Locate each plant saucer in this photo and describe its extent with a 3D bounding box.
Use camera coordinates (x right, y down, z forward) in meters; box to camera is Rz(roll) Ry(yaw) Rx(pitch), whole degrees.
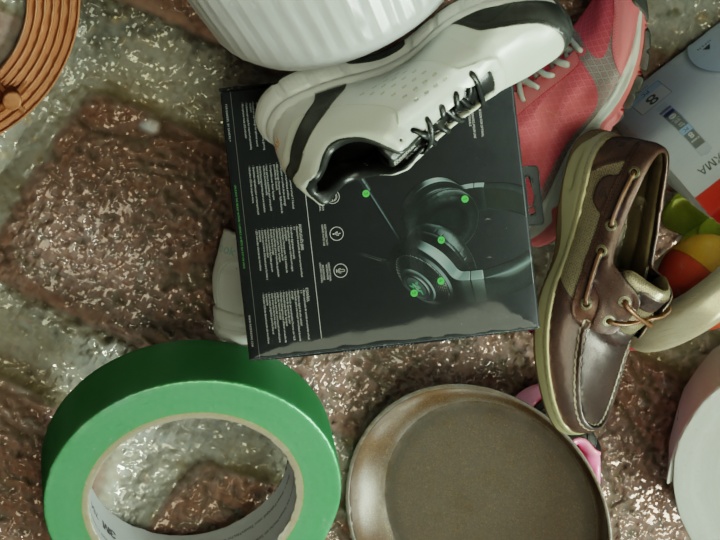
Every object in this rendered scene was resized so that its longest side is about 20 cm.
[{"bbox_3d":[0.085,0.170,1.659,0.200,0.032,0.201,8,110,23],"label":"plant saucer"}]

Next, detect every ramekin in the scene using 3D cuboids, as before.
[{"bbox_3d":[-0.024,-0.206,1.447,0.202,0.202,0.094,-30,127,-3],"label":"ramekin"}]

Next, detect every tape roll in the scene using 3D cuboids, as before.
[{"bbox_3d":[0.321,0.134,1.702,0.202,0.071,0.203,4,116,8],"label":"tape roll"},{"bbox_3d":[-0.114,0.140,1.606,0.200,0.048,0.201,-4,125,-6],"label":"tape roll"}]

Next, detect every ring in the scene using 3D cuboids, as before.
[{"bbox_3d":[-0.272,-0.166,1.484,0.200,0.019,0.201,-6,113,-14],"label":"ring"}]

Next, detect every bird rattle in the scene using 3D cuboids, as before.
[{"bbox_3d":[0.215,0.005,1.622,0.200,0.163,0.113,-32,98,-12],"label":"bird rattle"}]

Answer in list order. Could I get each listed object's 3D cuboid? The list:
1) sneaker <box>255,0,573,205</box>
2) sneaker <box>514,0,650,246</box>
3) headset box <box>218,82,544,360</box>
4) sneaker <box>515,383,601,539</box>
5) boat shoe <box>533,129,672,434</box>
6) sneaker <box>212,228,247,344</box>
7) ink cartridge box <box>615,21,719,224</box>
[{"bbox_3d":[0.040,-0.100,1.435,0.200,0.080,0.074,-25,142,4],"label":"sneaker"},{"bbox_3d":[0.126,-0.113,1.586,0.087,0.074,0.201,18,109,-17],"label":"sneaker"},{"bbox_3d":[0.018,-0.039,1.525,0.199,0.093,0.175,-7,89,-1],"label":"headset box"},{"bbox_3d":[0.138,0.184,1.697,0.079,0.095,0.201,-6,113,-17],"label":"sneaker"},{"bbox_3d":[0.165,0.012,1.544,0.072,0.072,0.201,4,96,-51],"label":"boat shoe"},{"bbox_3d":[0.000,0.000,1.603,0.199,0.075,0.089,-3,100,-14],"label":"sneaker"},{"bbox_3d":[0.268,-0.108,1.561,0.160,0.200,0.047,-37,116,0],"label":"ink cartridge box"}]
